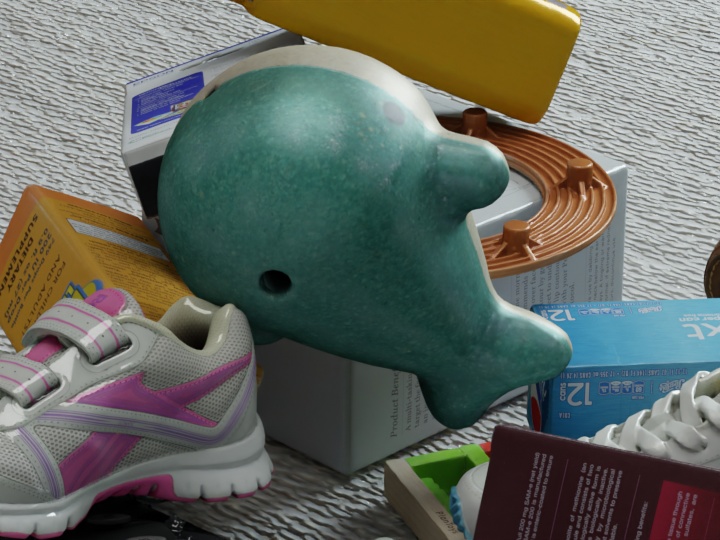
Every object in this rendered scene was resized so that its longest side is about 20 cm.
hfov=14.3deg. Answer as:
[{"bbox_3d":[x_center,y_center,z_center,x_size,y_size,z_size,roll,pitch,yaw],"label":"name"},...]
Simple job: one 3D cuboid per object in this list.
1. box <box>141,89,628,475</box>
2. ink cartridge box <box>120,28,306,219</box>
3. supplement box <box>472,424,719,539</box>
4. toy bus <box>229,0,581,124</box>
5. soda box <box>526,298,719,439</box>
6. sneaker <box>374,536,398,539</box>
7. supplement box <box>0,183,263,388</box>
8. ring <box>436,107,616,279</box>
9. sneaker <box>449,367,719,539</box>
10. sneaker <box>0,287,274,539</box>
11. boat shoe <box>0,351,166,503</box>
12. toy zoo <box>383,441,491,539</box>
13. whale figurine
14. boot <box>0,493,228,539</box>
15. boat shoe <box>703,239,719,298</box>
[{"bbox_3d":[0.013,0.000,1.432,0.200,0.107,0.152,-22,33,-38],"label":"box"},{"bbox_3d":[-0.065,-0.075,1.390,0.099,0.039,0.200,-20,14,1],"label":"ink cartridge box"},{"bbox_3d":[0.130,0.130,1.098,0.200,0.109,0.061,10,-4,44],"label":"supplement box"},{"bbox_3d":[0.005,-0.140,1.441,0.199,0.065,0.078,20,10,-13],"label":"toy bus"},{"bbox_3d":[0.179,0.054,1.314,0.199,0.064,0.068,-2,25,-5],"label":"soda box"},{"bbox_3d":[0.009,0.171,1.041,0.085,0.077,0.200,-18,21,-15],"label":"sneaker"},{"bbox_3d":[-0.113,0.028,1.313,0.069,0.067,0.200,19,13,-29],"label":"supplement box"},{"bbox_3d":[0.023,-0.042,1.372,0.200,0.019,0.201,1,24,0],"label":"ring"},{"bbox_3d":[0.136,0.085,1.230,0.199,0.081,0.077,-4,28,-7],"label":"sneaker"},{"bbox_3d":[-0.121,0.052,1.151,0.081,0.089,0.200,12,14,43],"label":"sneaker"},{"bbox_3d":[-0.176,0.072,1.323,0.199,0.062,0.075,19,11,-9],"label":"boat shoe"},{"bbox_3d":[0.126,0.106,1.303,0.199,0.021,0.131,-9,26,-20],"label":"toy zoo"},{"bbox_3d":[0.000,0.000,1.223,0.159,0.200,0.104,-31,23,31],"label":"whale figurine"},{"bbox_3d":[-0.138,0.127,1.175,0.164,0.066,0.200,-12,19,-25],"label":"boot"},{"bbox_3d":[0.260,0.022,1.423,0.200,0.072,0.068,16,27,26],"label":"boat shoe"}]
